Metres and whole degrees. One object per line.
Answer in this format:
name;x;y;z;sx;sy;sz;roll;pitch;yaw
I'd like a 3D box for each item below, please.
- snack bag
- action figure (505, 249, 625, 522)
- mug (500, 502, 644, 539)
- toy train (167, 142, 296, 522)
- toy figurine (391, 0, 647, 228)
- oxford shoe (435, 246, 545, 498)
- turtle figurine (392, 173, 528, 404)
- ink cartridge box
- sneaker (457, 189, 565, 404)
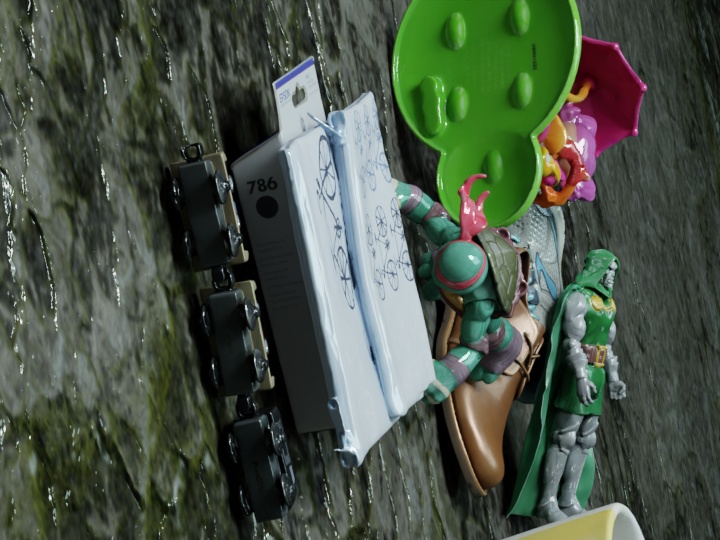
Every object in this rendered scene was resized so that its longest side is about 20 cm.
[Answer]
snack bag;0.000;0.000;1.602;0.200;0.021;0.189;-36;115;-74
action figure;0.160;0.083;2.054;0.118;0.055;0.201;3;96;-61
mug;0.091;0.215;1.676;0.187;0.153;0.150;60;24;-49
toy train;-0.064;0.031;1.465;0.046;0.034;0.201;-41;119;-77
toy figurine;0.134;-0.108;1.980;0.184;0.150;0.201;18;65;-54
oxford shoe;0.092;0.063;1.944;0.071;0.071;0.201;60;26;-54
turtle figurine;0.058;0.011;1.819;0.200;0.100;0.150;42;39;-75
ink cartridge box;-0.032;-0.016;1.607;0.099;0.039;0.201;-43;122;-72
sneaker;0.116;0.012;2.054;0.086;0.077;0.200;-77;152;-49
